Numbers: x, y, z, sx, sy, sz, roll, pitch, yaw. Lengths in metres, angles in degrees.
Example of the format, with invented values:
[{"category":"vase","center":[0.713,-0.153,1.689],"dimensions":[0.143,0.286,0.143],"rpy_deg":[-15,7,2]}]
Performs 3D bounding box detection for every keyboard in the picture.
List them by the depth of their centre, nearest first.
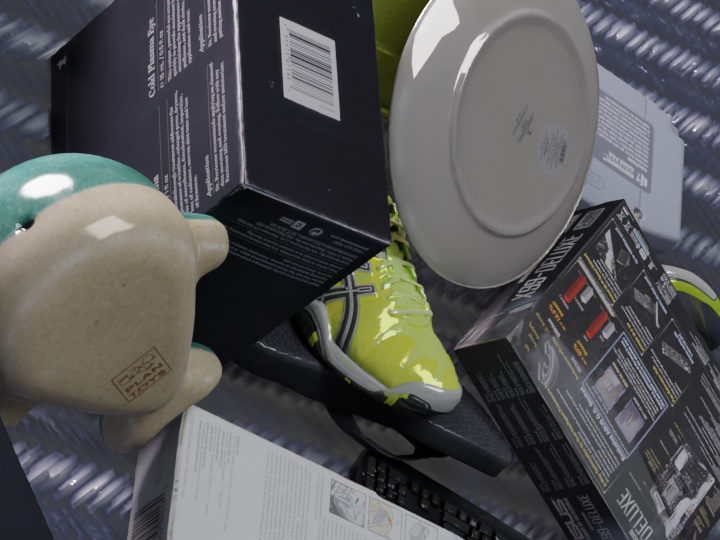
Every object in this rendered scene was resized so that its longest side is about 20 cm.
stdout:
[{"category":"keyboard","center":[0.069,0.192,1.630],"dimensions":[0.200,0.021,0.127],"rpy_deg":[32,44,-24]}]

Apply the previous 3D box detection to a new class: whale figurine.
[{"category":"whale figurine","center":[-0.141,0.016,1.419],"dimensions":[0.104,0.159,0.200],"rpy_deg":[48,-5,33]}]

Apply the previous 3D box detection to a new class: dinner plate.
[{"category":"dinner plate","center":[0.088,-0.087,1.633],"dimensions":[0.200,0.024,0.201],"rpy_deg":[-16,111,-47]}]

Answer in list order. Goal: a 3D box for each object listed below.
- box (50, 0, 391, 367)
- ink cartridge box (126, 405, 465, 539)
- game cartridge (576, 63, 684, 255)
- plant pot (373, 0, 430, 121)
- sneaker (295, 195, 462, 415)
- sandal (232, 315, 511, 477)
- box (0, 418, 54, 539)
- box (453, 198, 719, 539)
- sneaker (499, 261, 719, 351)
[{"category":"box","center":[-0.082,-0.071,1.537],"dimensions":[0.104,0.182,0.201],"rpy_deg":[21,50,-34]},{"category":"ink cartridge box","center":[-0.034,0.164,1.519],"dimensions":[0.200,0.050,0.109],"rpy_deg":[28,47,-27]},{"category":"game cartridge","center":[0.140,-0.095,1.891],"dimensions":[0.200,0.040,0.134],"rpy_deg":[32,41,-25]},{"category":"plant pot","center":[0.049,-0.212,1.699],"dimensions":[0.200,0.193,0.201],"rpy_deg":[21,23,-9]},{"category":"sneaker","center":[0.000,0.000,1.612],"dimensions":[0.075,0.076,0.200],"rpy_deg":[4,43,-53]},{"category":"sandal","center":[-0.001,0.073,1.627],"dimensions":[0.200,0.043,0.076],"rpy_deg":[26,23,-17]},{"category":"box","center":[-0.255,0.094,1.311],"dimensions":[0.148,0.104,0.201],"rpy_deg":[-10,71,-48]},{"category":"box","center":[0.159,0.082,1.707],"dimensions":[0.200,0.050,0.158],"rpy_deg":[58,46,-16]},{"category":"sneaker","center":[0.161,0.035,1.804],"dimensions":[0.199,0.074,0.081],"rpy_deg":[14,69,-36]}]
